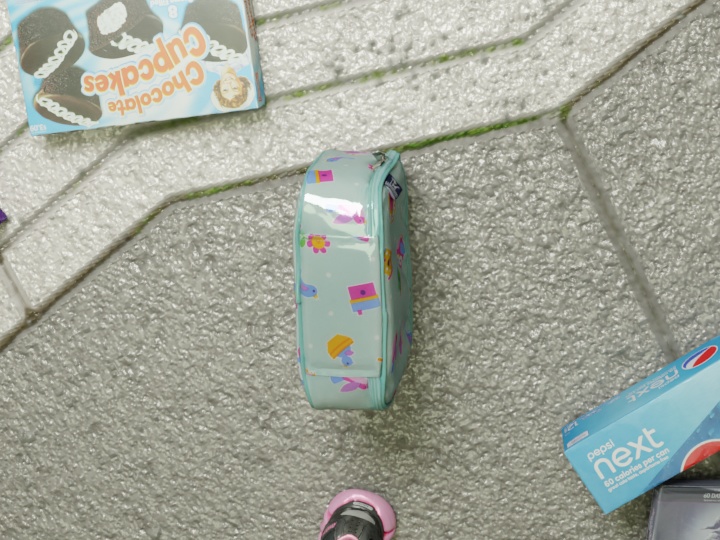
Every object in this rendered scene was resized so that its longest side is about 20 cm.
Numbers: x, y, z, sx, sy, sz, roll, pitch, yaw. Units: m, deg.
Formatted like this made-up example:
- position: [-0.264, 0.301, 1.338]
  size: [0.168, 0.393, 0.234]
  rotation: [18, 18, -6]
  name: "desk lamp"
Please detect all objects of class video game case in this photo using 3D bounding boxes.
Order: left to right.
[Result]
- position: [0.309, 0.275, 1.059]
  size: [0.143, 0.019, 0.200]
  rotation: [3, 104, -8]
  name: "video game case"

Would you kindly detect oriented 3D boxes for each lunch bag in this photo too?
- position: [0.000, 0.000, 0.990]
  size: [0.077, 0.160, 0.200]
  rotation: [2, 107, 11]
  name: "lunch bag"

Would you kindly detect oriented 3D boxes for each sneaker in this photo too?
- position: [-0.023, 0.296, 1.082]
  size: [0.079, 0.095, 0.200]
  rotation: [11, 104, 3]
  name: "sneaker"

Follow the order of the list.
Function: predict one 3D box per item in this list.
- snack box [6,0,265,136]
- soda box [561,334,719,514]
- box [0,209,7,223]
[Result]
- position: [-0.186, -0.182, 1.034]
  size: [0.200, 0.037, 0.116]
  rotation: [-6, 101, 8]
  name: "snack box"
- position: [0.269, 0.118, 1.027]
  size: [0.200, 0.064, 0.068]
  rotation: [-33, 96, 12]
  name: "soda box"
- position: [-0.427, -0.076, 1.082]
  size: [0.137, 0.039, 0.200]
  rotation: [-40, 95, 13]
  name: "box"
